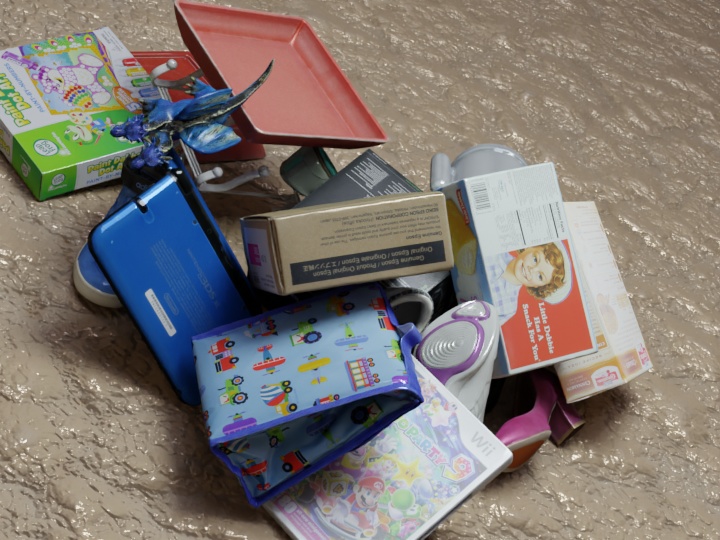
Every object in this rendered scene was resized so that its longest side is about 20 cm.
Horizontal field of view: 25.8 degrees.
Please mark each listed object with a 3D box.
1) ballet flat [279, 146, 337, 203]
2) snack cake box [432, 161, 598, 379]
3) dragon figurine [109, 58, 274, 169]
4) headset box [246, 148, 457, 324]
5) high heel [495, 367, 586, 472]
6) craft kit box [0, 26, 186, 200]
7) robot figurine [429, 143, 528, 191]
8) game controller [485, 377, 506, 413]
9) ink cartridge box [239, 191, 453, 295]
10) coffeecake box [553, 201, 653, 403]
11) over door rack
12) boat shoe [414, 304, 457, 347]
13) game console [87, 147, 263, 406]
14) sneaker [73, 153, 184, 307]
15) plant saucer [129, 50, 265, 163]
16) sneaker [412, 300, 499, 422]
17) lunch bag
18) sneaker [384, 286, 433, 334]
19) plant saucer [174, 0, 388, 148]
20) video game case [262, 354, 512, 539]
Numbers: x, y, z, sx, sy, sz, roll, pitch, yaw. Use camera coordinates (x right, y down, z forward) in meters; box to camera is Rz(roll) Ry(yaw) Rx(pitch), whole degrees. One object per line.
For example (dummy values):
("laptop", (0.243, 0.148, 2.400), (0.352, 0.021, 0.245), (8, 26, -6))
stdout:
("ballet flat", (-0.032, -0.076, 1.781), (0.200, 0.063, 0.068), (48, 13, -51))
("snack cake box", (0.157, 0.000, 1.594), (0.114, 0.067, 0.202), (-11, 87, -30))
("dragon figurine", (-0.152, -0.147, 1.514), (0.198, 0.059, 0.099), (-19, 23, -23))
("headset box", (0.000, 0.000, 1.640), (0.174, 0.093, 0.200), (38, 58, 19))
("high heel", (0.161, 0.144, 1.620), (0.096, 0.067, 0.199), (50, 33, 17))
("craft kit box", (-0.315, -0.178, 1.735), (0.196, 0.049, 0.200), (-22, 56, -33))
("robot figurine", (0.153, -0.079, 1.898), (0.169, 0.113, 0.201), (36, 30, -14))
("game controller", (0.142, 0.054, 1.678), (0.105, 0.042, 0.201), (57, 40, -34))
("ink cartridge box", (-0.017, -0.027, 1.480), (0.163, 0.076, 0.200), (-10, 5, -11))
("coffeecake box", (0.240, 0.031, 1.713), (0.153, 0.073, 0.202), (-7, 76, -69))
("over door rack", (-0.138, -0.149, 1.730), (0.200, 0.066, 0.149), (14, 49, -63))
("boat shoe", (0.083, 0.037, 1.729), (0.199, 0.064, 0.071), (-3, 42, -38))
("game console", (-0.175, 0.002, 1.525), (0.170, 0.118, 0.201), (-40, 112, -28))
("sneaker", (-0.228, -0.054, 1.592), (0.076, 0.112, 0.200), (25, 32, -1))
("plant saucer", (-0.233, -0.203, 1.874), (0.198, 0.037, 0.200), (-7, 44, -42))
("sneaker", (0.086, 0.126, 1.521), (0.074, 0.100, 0.201), (12, 68, 26))
("lunch bag", (-0.039, 0.092, 1.407), (0.094, 0.199, 0.151), (59, 8, -38))
("sneaker", (-0.011, 0.089, 1.489), (0.076, 0.200, 0.080), (45, -11, -10))
("plant saucer", (-0.091, -0.202, 1.693), (0.199, 0.037, 0.200), (0, 49, -47))
("video game case", (0.019, 0.183, 1.421), (0.199, 0.018, 0.143), (-37, 63, -19))
